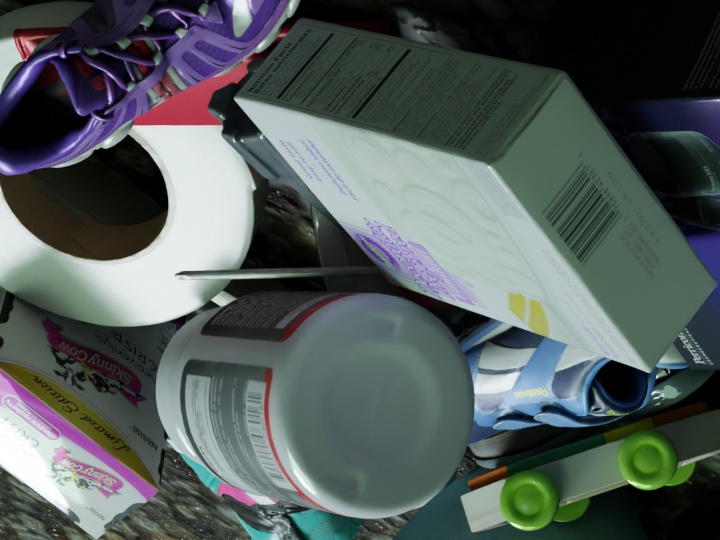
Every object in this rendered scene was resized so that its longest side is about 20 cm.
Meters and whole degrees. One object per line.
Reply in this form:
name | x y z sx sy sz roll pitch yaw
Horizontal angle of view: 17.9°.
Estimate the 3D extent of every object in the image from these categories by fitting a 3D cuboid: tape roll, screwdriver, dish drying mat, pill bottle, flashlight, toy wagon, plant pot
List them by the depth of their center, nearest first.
screwdriver | 0.000 0.000 1.181 0.198 0.028 0.029 0 171 5
dish drying mat | -0.077 -0.100 1.192 0.199 0.018 0.077 0 147 12
flashlight | 0.009 -0.038 1.197 0.200 0.068 0.068 42 -168 -44
pill bottle | -0.031 0.068 1.230 0.114 0.114 0.200 38 165 -20
tape roll | -0.150 -0.057 1.292 0.201 0.037 0.204 8 128 11
toy wagon | 0.158 0.107 1.301 0.199 0.040 0.155 -20 172 10
plant pot | 0.109 0.195 1.459 0.199 0.135 0.200 18 153 10

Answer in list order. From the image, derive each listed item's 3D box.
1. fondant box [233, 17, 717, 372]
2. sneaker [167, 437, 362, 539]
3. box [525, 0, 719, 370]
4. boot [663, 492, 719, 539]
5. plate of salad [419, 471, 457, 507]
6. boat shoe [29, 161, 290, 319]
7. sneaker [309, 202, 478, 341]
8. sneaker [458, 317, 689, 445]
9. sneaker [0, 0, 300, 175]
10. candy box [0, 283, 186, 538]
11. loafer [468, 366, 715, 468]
fondant box | 0.050 -0.038 1.056 0.200 0.058 0.144 21 157 53
sneaker | -0.033 0.127 1.417 0.121 0.084 0.200 49 156 -23
box | 0.179 -0.039 1.066 0.141 0.079 0.200 2 143 44
boot | 0.293 0.204 1.377 0.199 0.077 0.168 2 147 50
plate of salad | -0.026 0.085 1.487 0.199 0.048 0.201 19 144 14
boat shoe | -0.132 0.001 1.391 0.199 0.073 0.063 32 115 -1
sneaker | 0.024 0.006 1.318 0.084 0.073 0.201 -16 132 5
sneaker | 0.104 0.055 1.227 0.200 0.074 0.083 -44 70 47
sneaker | -0.108 -0.107 1.125 0.200 0.083 0.081 -40 97 21
candy box | -0.179 0.047 1.407 0.061 0.201 0.136 -37 117 26
loafer | 0.122 0.058 1.311 0.063 0.072 0.200 54 140 -8
